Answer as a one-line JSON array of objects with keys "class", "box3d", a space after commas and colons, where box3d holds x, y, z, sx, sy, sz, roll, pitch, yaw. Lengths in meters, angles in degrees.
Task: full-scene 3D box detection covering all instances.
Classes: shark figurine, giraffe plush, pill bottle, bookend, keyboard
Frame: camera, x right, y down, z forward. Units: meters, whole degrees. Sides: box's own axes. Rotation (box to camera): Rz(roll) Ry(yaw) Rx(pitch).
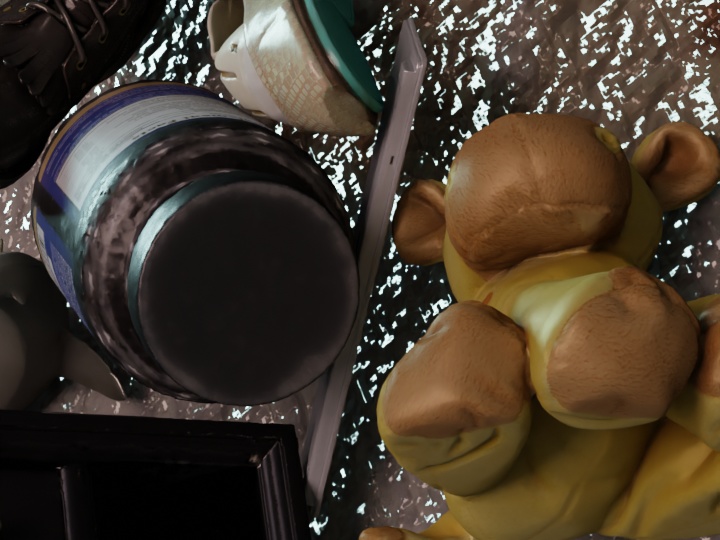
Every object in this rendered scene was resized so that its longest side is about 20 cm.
[{"class": "shark figurine", "box3d": [-0.146, 0.033, 1.179, 0.089, 0.215, 0.128, 39, 77, 7]}, {"class": "giraffe plush", "box3d": [0.078, 0.013, 0.976, 0.200, 0.172, 0.163, 113, 158, -59]}, {"class": "pill bottle", "box3d": [-0.066, -0.010, 1.062, 0.200, 0.111, 0.112, -142, 71, -71]}, {"class": "bookend", "box3d": [-0.119, 0.161, 1.034, 0.092, 0.199, 0.199, 120, 148, -50]}, {"class": "keyboard", "box3d": [0.000, 0.000, 1.069, 0.056, 0.011, 0.201, -88, 11, -68]}]

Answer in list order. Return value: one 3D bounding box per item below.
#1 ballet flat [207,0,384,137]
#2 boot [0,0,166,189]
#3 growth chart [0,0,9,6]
[{"class": "ballet flat", "box3d": [-0.031, -0.092, 1.088, 0.062, 0.068, 0.200, -33, 22, 10]}, {"class": "boot", "box3d": [-0.106, -0.134, 1.138, 0.069, 0.200, 0.174, 43, 128, -5]}, {"class": "growth chart", "box3d": [-0.246, -0.129, 1.276, 0.200, 0.145, 0.018, -31, 41, 29]}]
